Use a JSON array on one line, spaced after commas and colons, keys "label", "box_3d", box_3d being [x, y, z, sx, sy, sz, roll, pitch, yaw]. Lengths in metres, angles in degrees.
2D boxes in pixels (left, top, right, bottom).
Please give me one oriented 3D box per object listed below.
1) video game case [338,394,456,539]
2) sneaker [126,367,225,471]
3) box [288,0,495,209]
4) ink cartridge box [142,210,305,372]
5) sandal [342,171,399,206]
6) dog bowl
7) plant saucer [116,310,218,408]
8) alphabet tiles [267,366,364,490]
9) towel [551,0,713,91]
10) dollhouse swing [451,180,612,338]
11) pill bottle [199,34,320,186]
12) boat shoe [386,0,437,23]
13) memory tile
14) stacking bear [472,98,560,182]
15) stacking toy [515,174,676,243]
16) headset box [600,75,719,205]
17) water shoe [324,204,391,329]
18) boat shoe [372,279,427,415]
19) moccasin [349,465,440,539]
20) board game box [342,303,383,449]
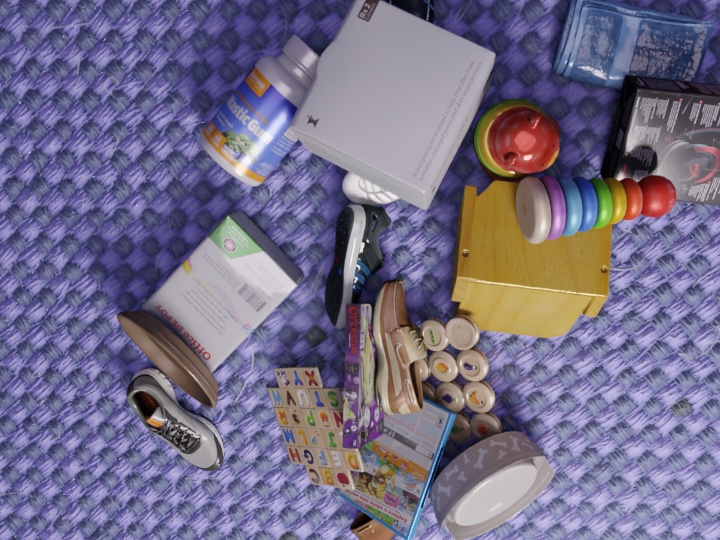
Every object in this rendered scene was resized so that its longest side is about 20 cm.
[{"label": "video game case", "box_3d": [0.053, 0.281, 1.077, 0.142, 0.018, 0.201, 21, 94, 37]}, {"label": "sneaker", "box_3d": [-0.299, 0.247, 1.124, 0.074, 0.079, 0.200, -42, 96, 9]}, {"label": "box", "box_3d": [0.045, -0.218, 0.934, 0.199, 0.131, 0.200, 28, 90, 9]}, {"label": "ink cartridge box", "box_3d": [-0.206, 0.032, 1.071, 0.145, 0.088, 0.200, 45, 100, -4]}, {"label": "sandal", "box_3d": [0.064, -0.163, 1.032, 0.202, 0.050, 0.083, -33, 113, 5]}, {"label": "dog bowl", "box_3d": [0.191, 0.317, 1.051, 0.199, 0.059, 0.201, -19, 139, -17]}, {"label": "plant saucer", "box_3d": [-0.283, 0.129, 1.059, 0.200, 0.200, 0.029, 44, 67, -4]}, {"label": "alphabet tiles", "box_3d": [-0.072, 0.242, 1.090, 0.166, 0.006, 0.202, -8, 102, 43]}, {"label": "towel", "box_3d": [0.373, -0.304, 0.976, 0.198, 0.049, 0.113, 13, 102, 2]}, {"label": "dollhouse swing", "box_3d": [0.232, -0.009, 1.014, 0.198, 0.176, 0.183, 6, 79, 4]}, {"label": "pill bottle", "box_3d": [-0.126, -0.228, 1.002, 0.112, 0.112, 0.200, 41, 102, -3]}, {"label": "boat shoe", "box_3d": [0.056, -0.410, 0.973, 0.083, 0.069, 0.202, -12, 101, 7]}, {"label": "memory tile", "box_3d": [0.129, 0.167, 1.064, 0.152, 0.017, 0.202, -8, 101, 39]}, {"label": "stacking bear", "box_3d": [0.209, -0.171, 0.938, 0.113, 0.200, 0.122, 36, 102, -2]}, {"label": "stacking toy", "box_3d": [0.305, -0.089, 0.903, 0.198, 0.085, 0.086, -9, 100, -5]}, {"label": "headset box", "box_3d": [0.448, -0.174, 0.961, 0.198, 0.075, 0.150, 6, 120, 4]}, {"label": "water shoe", "box_3d": [0.000, 0.000, 1.052, 0.078, 0.072, 0.201, -3, 121, -25]}, {"label": "boat shoe", "box_3d": [0.064, 0.114, 1.042, 0.073, 0.076, 0.202, 1, 98, 21]}, {"label": "moccasin", "box_3d": [0.055, 0.351, 1.120, 0.077, 0.074, 0.202, 33, 111, -10]}, {"label": "board game box", "box_3d": [0.008, 0.149, 1.036, 0.032, 0.120, 0.202, 1, 88, 16]}]
